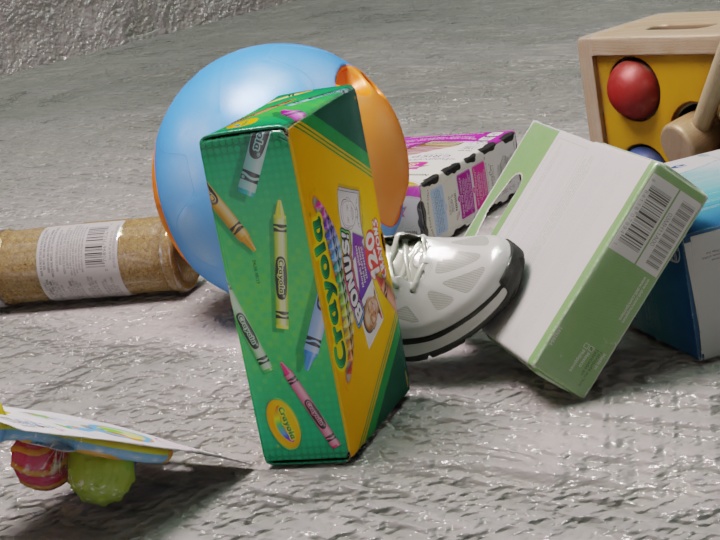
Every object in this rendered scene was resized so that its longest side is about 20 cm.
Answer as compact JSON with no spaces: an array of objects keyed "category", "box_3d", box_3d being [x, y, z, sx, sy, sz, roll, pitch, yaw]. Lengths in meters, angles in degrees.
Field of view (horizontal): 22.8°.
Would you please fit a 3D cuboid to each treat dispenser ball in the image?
[{"category":"treat dispenser ball","box_3d":[-0.061,-0.075,1.380,0.200,0.202,0.201,-9,14,2]}]

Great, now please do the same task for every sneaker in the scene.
[{"category":"sneaker","box_3d":[0.000,0.000,1.149,0.200,0.115,0.076,-17,42,35]}]

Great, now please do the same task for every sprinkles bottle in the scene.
[{"category":"sprinkles bottle","box_3d":[-0.237,-0.008,1.514,0.199,0.069,0.068,-4,15,19]}]

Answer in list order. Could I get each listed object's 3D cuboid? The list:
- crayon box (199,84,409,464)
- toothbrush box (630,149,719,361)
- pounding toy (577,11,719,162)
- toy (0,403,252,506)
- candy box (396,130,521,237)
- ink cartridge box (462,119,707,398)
[{"category":"crayon box","box_3d":[-0.030,0.001,1.067,0.058,0.201,0.119,-5,15,21]},{"category":"toothbrush box","box_3d":[0.238,-0.018,1.191,0.146,0.086,0.200,-15,16,-15]},{"category":"pounding toy","box_3d":[0.268,-0.125,1.385,0.142,0.185,0.199,-21,18,-38]},{"category":"toy","box_3d":[-0.166,0.103,1.000,0.115,0.047,0.200,12,-7,34]},{"category":"candy box","box_3d":[0.042,-0.072,1.585,0.136,0.061,0.200,-1,17,29]},{"category":"ink cartridge box","box_3d":[0.127,-0.014,1.150,0.048,0.146,0.200,30,2,-18]}]
